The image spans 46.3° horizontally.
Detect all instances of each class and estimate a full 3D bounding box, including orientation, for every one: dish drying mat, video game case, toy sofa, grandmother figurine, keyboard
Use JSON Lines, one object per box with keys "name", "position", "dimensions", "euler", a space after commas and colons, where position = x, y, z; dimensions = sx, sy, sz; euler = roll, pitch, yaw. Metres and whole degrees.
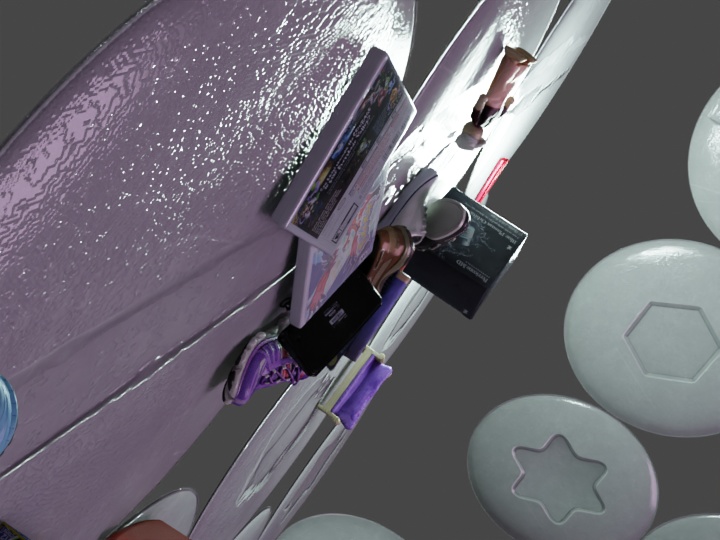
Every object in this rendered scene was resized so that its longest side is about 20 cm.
{"name": "dish drying mat", "position": [0.349, -0.224, 2.342], "dimensions": [0.200, 0.018, 0.077], "euler": [-60, 170, 20]}
{"name": "video game case", "position": [-0.025, -0.046, 1.072], "dimensions": [0.182, 0.023, 0.200], "euler": [-48, 160, -39]}
{"name": "toy sofa", "position": [-0.010, 0.283, 2.039], "dimensions": [0.200, 0.098, 0.083], "euler": [-53, 170, -11]}
{"name": "grandmother figurine", "position": [0.231, -0.295, 1.475], "dimensions": [0.121, 0.061, 0.200], "euler": [-1, 133, -44]}
{"name": "video game case", "position": [-0.011, -0.119, 0.904], "dimensions": [0.200, 0.023, 0.182], "euler": [-59, 165, 0]}
{"name": "keyboard", "position": [-0.051, 0.059, 1.164], "dimensions": [0.040, 0.104, 0.200], "euler": [-28, -170, 41]}

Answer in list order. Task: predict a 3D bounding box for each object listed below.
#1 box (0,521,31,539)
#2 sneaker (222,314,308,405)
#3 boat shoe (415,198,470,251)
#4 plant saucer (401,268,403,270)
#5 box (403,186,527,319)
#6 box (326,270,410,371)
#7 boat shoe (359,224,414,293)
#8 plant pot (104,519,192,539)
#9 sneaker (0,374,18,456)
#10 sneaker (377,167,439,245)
{"name": "box", "position": [-0.302, 0.294, 0.777], "dimensions": [0.064, 0.070, 0.200], "euler": [-52, 169, -26]}
{"name": "sneaker", "position": [-0.108, 0.122, 1.108], "dimensions": [0.200, 0.083, 0.081], "euler": [-38, 160, -58]}
{"name": "boat shoe", "position": [0.130, -0.070, 1.425], "dimensions": [0.200, 0.060, 0.074], "euler": [-17, -126, 58]}
{"name": "plant saucer", "position": [0.050, -0.003, 1.602], "dimensions": [0.200, 0.032, 0.200], "euler": [-53, 169, -14]}
{"name": "box", "position": [0.213, -0.040, 1.775], "dimensions": [0.200, 0.196, 0.118], "euler": [-48, 167, -37]}
{"name": "box", "position": [-0.003, 0.072, 1.416], "dimensions": [0.200, 0.032, 0.121], "euler": [-55, -154, 2]}
{"name": "boat shoe", "position": [0.000, 0.000, 1.302], "dimensions": [0.074, 0.076, 0.200], "euler": [3, 137, -40]}
{"name": "plant pot", "position": [-0.271, 0.447, 1.107], "dimensions": [0.200, 0.200, 0.176], "euler": [-57, -179, 5]}
{"name": "sneaker", "position": [-0.268, 0.118, 0.422], "dimensions": [0.200, 0.079, 0.096], "euler": [-61, 163, -25]}
{"name": "sneaker", "position": [0.080, -0.079, 1.386], "dimensions": [0.200, 0.071, 0.073], "euler": [-53, 170, -14]}
